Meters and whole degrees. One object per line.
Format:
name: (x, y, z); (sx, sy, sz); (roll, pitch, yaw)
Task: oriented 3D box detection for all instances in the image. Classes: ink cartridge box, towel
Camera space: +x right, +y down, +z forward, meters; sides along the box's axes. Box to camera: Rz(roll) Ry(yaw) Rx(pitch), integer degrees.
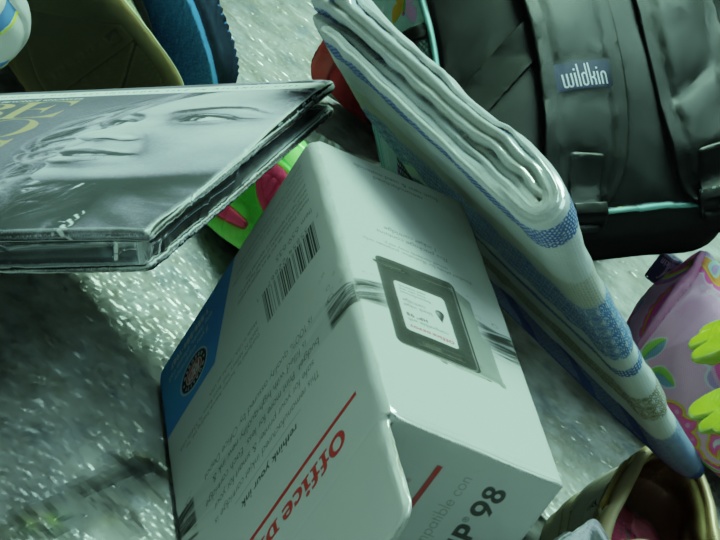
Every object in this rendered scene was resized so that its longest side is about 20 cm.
ink cartridge box: (-0.003, 0.063, 0.733); (0.067, 0.116, 0.200); (23, 27, -24)
towel: (0.059, -0.011, 0.838); (0.147, 0.024, 0.200); (47, -5, 39)

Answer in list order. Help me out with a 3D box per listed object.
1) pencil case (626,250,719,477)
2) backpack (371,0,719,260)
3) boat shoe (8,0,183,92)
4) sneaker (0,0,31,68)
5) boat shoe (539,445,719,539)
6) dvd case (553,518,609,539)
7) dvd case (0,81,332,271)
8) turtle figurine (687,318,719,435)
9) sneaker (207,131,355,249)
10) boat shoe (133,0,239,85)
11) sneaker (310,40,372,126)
pencil case: (0.205, 0.077, 1.060); (0.200, 0.088, 0.087); (37, 23, 1)
backpack: (0.085, -0.102, 1.037); (0.175, 0.153, 0.201); (-8, 80, -18)
boat shoe: (-0.140, -0.132, 0.914); (0.201, 0.072, 0.066); (57, 0, -25)
sneaker: (-0.207, -0.091, 0.810); (0.200, 0.076, 0.105); (21, 46, -34)
boat shoe: (0.106, 0.127, 0.834); (0.074, 0.069, 0.200); (31, 24, -14)
dvd case: (0.086, 0.183, 0.676); (0.200, 0.016, 0.149); (64, 27, 4)
dvd case: (-0.106, -0.035, 0.767); (0.148, 0.016, 0.200); (-1, 16, 16)
turtle figurine: (0.188, 0.101, 0.910); (0.161, 0.064, 0.200); (57, 35, -25)
sneaker: (0.000, 0.000, 0.911); (0.084, 0.077, 0.200); (14, 34, -37)
boat shoe: (-0.097, -0.160, 0.965); (0.069, 0.084, 0.200); (-54, 132, -41)
sneaker: (0.070, -0.071, 1.146); (0.200, 0.078, 0.116); (9, 35, -47)
